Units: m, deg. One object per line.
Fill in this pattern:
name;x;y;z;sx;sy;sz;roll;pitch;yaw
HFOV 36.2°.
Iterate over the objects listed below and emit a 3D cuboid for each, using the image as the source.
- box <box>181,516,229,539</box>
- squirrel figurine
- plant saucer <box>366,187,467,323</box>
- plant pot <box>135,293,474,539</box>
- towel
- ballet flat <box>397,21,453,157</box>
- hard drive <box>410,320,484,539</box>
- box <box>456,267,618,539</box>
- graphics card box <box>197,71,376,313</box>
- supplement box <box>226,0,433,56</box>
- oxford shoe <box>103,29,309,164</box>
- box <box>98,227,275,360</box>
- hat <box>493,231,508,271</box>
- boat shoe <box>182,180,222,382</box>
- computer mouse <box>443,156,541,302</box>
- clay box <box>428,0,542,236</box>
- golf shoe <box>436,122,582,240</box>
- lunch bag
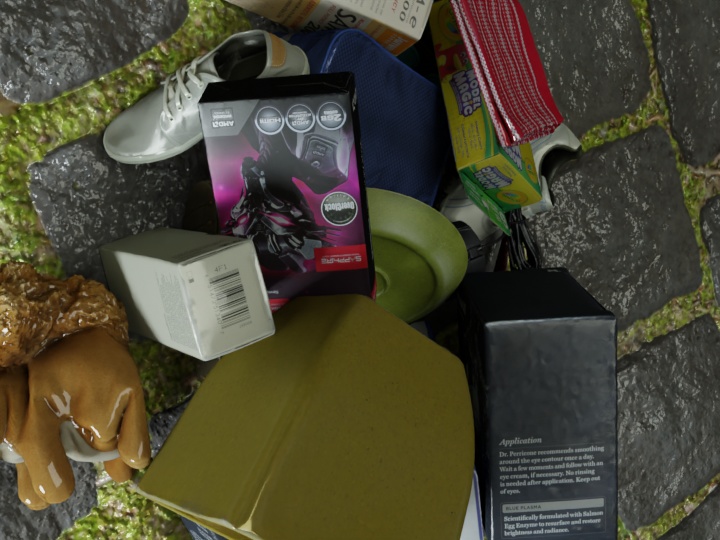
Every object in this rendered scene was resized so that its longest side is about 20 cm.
box;-0.054;0.217;1.031;0.196;0.117;0.202;-35;110;-23
squirrel figurine;-0.279;0.095;0.903;0.183;0.141;0.204;-6;84;-20
plant saucer;0.000;0.000;1.010;0.198;0.199;0.031;30;47;-29
plant pot;-0.023;0.132;0.863;0.193;0.194;0.203;33;72;-26
towel;0.138;-0.190;1.015;0.147;0.022;0.200;69;23;-3
ballet flat;0.069;-0.208;1.101;0.068;0.067;0.202;-45;116;-33
hard drive;0.079;0.161;1.021;0.025;0.201;0.134;-11;126;-2
box;0.156;0.117;1.001;0.115;0.197;0.204;-3;101;-1
graphics card box;-0.055;-0.057;0.904;0.123;0.051;0.203;-2;119;7
supplement box;-0.042;-0.258;0.964;0.197;0.126;0.075;20;85;-13
oxford shoe;-0.138;-0.150;0.928;0.058;0.197;0.076;41;35;-56
box;-0.148;0.014;0.913;0.068;0.199;0.084;-20;106;-27
hat;0.151;0.052;1.205;0.199;0.177;0.165;-40;133;12
boat shoe;-0.119;0.015;1.010;0.067;0.072;0.204;-13;108;-32
computer mouse;0.075;-0.034;1.084;0.196;0.046;0.143;-13;100;2
clay box;0.118;-0.143;1.023;0.115;0.047;0.203;31;45;-57
golf shoe;0.147;-0.076;1.125;0.202;0.097;0.078;-56;151;-2
lunch bag;-0.026;-0.132;1.010;0.199;0.131;0.138;29;77;-39
